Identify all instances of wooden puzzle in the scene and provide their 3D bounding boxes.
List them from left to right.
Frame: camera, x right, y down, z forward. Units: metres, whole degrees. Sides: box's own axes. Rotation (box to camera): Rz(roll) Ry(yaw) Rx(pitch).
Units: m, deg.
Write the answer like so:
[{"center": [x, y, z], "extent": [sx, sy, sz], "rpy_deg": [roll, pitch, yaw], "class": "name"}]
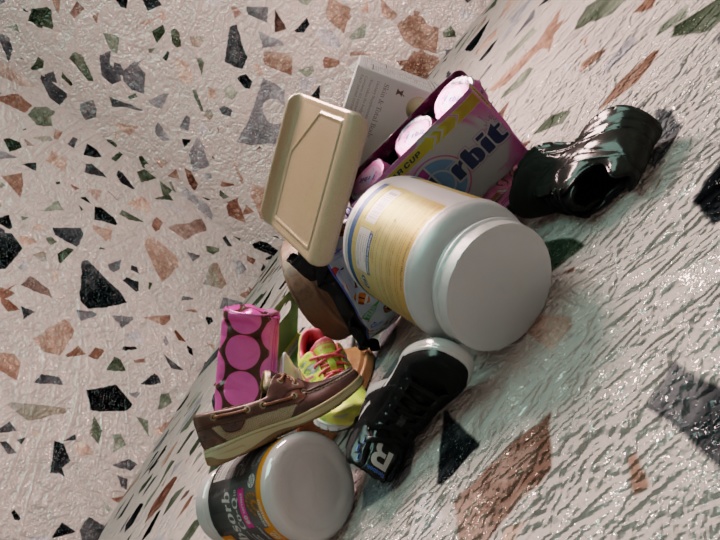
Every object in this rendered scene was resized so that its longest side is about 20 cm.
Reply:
[{"center": [-0.060, -0.121, 0.873], "extent": [0.200, 0.037, 0.186], "rpy_deg": [36, 114, 54], "class": "wooden puzzle"}]

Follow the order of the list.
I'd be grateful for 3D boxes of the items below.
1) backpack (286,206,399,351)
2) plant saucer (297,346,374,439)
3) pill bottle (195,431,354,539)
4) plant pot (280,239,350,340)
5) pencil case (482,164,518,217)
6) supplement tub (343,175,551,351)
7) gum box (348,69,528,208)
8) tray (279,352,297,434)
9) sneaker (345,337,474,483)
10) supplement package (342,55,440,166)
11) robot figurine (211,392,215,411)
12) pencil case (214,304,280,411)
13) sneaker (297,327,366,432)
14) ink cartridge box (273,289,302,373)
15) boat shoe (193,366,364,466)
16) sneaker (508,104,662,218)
[{"center": [0.000, 0.000, 0.953], "extent": [0.154, 0.200, 0.191], "rpy_deg": [-39, -7, 1], "class": "backpack"}, {"center": [-0.054, 0.194, 1.028], "extent": [0.200, 0.037, 0.200], "rpy_deg": [-50, 11, 13], "class": "plant saucer"}, {"center": [-0.106, 0.259, 0.787], "extent": [0.200, 0.116, 0.117], "rpy_deg": [-31, 23, 46], "class": "pill bottle"}, {"center": [-0.009, -0.009, 1.138], "extent": [0.174, 0.201, 0.201], "rpy_deg": [-30, 19, 21], "class": "plant pot"}, {"center": [0.141, -0.049, 0.858], "extent": [0.200, 0.083, 0.086], "rpy_deg": [-52, 50, 2], "class": "pencil case"}, {"center": [0.083, -0.012, 0.705], "extent": [0.145, 0.144, 0.200], "rpy_deg": [-53, 32, -3], "class": "supplement tub"}, {"center": [0.091, -0.126, 0.813], "extent": [0.200, 0.113, 0.066], "rpy_deg": [-43, 31, 18], "class": "gum box"}, {"center": [-0.100, 0.217, 0.935], "extent": [0.107, 0.022, 0.202], "rpy_deg": [122, 149, -75], "class": "tray"}, {"center": [0.044, 0.152, 0.681], "extent": [0.112, 0.073, 0.200], "rpy_deg": [-65, 5, -34], "class": "sneaker"}, {"center": [0.066, -0.182, 0.938], "extent": [0.151, 0.198, 0.153], "rpy_deg": [-88, 17, -68], "class": "supplement package"}, {"center": [-0.200, 0.230, 1.286], "extent": [0.200, 0.124, 0.150], "rpy_deg": [-51, 24, 9], "class": "robot figurine"}, {"center": [-0.155, 0.149, 0.969], "extent": [0.093, 0.090, 0.202], "rpy_deg": [-3, 84, 36], "class": "pencil case"}, {"center": [-0.041, 0.136, 0.885], "extent": [0.078, 0.091, 0.200], "rpy_deg": [-14, 22, -22], "class": "sneaker"}, {"center": [-0.109, 0.136, 1.110], "extent": [0.146, 0.048, 0.202], "rpy_deg": [-56, -24, -64], "class": "ink cartridge box"}, {"center": [-0.091, 0.145, 0.769], "extent": [0.199, 0.072, 0.072], "rpy_deg": [-23, -5, -20], "class": "boat shoe"}, {"center": [0.216, -0.092, 0.711], "extent": [0.200, 0.076, 0.091], "rpy_deg": [-38, 26, 61], "class": "sneaker"}]
